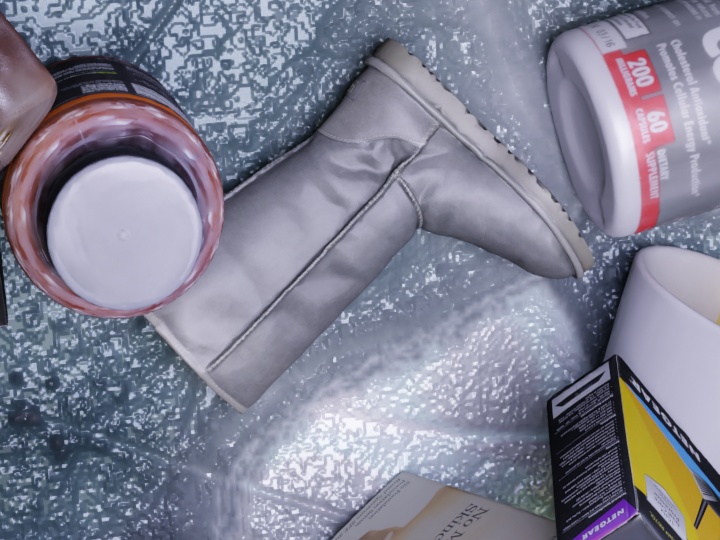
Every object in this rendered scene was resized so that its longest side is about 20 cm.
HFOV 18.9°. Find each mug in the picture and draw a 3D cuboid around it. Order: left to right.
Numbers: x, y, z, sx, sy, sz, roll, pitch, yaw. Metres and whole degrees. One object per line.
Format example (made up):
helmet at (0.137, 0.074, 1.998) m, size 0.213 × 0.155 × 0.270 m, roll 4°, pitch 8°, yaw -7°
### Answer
mug at (0.205, 0.095, 1.190) m, size 0.185 × 0.150 × 0.154 m, roll 21°, pitch 107°, yaw -9°

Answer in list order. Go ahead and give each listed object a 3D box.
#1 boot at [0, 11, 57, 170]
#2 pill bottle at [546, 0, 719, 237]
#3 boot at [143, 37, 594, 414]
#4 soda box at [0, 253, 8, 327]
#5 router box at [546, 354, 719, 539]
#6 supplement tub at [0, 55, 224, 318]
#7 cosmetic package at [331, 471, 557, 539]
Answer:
boot at (-0.176, -0.138, 1.021) m, size 0.186 × 0.200 × 0.064 m, roll -40°, pitch 141°, yaw 8°
pill bottle at (0.210, -0.098, 1.155) m, size 0.199 × 0.114 × 0.115 m, roll -17°, pitch 106°, yaw -7°
boot at (0.000, 0.001, 1.157) m, size 0.182 × 0.073 × 0.200 m, roll 43°, pitch 85°, yaw -4°
soda box at (-0.282, 0.004, 1.098) m, size 0.198 × 0.071 × 0.064 m, roll -8°, pitch 106°, yaw -10°
router box at (0.171, 0.157, 1.067) m, size 0.051 × 0.149 × 0.200 m, roll -35°, pitch 110°, yaw 18°
supplement tub at (-0.124, -0.039, 1.053) m, size 0.106 × 0.200 × 0.108 m, roll -3°, pitch 105°, yaw -10°
cosmetic package at (0.051, 0.176, 1.134) m, size 0.105 × 0.200 × 0.071 m, roll -44°, pitch 109°, yaw -18°
